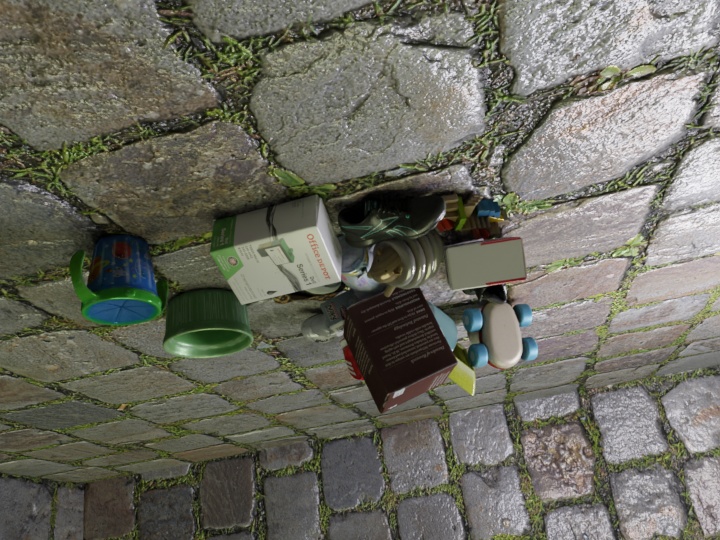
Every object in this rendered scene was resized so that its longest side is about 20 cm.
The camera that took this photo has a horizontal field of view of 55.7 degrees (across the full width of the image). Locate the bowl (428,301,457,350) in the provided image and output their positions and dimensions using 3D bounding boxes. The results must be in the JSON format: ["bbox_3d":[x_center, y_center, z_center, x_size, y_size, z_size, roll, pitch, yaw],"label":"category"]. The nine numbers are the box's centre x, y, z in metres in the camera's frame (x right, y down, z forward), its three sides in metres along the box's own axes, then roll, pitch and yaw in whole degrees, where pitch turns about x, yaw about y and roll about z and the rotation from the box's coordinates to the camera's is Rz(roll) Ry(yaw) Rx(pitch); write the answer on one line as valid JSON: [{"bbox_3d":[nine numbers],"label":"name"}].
[{"bbox_3d":[0.130,0.148,1.686,0.198,0.203,0.106,-18,128,21],"label":"bowl"}]

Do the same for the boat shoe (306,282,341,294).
[{"bbox_3d":[-0.097,0.002,1.361,0.071,0.071,0.199,1,165,43],"label":"boat shoe"}]

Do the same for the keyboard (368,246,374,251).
[{"bbox_3d":[0.078,-0.083,1.323,0.055,0.011,0.200,2,155,-24],"label":"keyboard"}]

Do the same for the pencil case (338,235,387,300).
[{"bbox_3d":[0.000,0.000,1.388,0.090,0.084,0.200,23,168,22],"label":"pencil case"}]

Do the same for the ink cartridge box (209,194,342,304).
[{"bbox_3d":[-0.144,-0.035,1.206,0.197,0.085,0.147,-13,135,11],"label":"ink cartridge box"}]

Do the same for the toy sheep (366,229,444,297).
[{"bbox_3d":[0.091,-0.028,1.284,0.199,0.139,0.138,-31,177,-42],"label":"toy sheep"}]

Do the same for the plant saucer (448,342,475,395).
[{"bbox_3d":[0.227,0.216,1.808,0.199,0.200,0.048,38,104,-12],"label":"plant saucer"}]

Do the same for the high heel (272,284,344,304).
[{"bbox_3d":[-0.113,0.030,1.431,0.140,0.073,0.200,-7,171,5],"label":"high heel"}]

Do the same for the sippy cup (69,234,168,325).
[{"bbox_3d":[-0.423,0.014,1.208,0.137,0.132,0.178,-5,157,-7],"label":"sippy cup"}]

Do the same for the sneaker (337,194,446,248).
[{"bbox_3d":[0.053,-0.095,1.197,0.197,0.076,0.080,-17,140,17],"label":"sneaker"}]

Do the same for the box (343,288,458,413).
[{"bbox_3d":[0.077,0.160,1.433,0.162,0.202,0.166,-22,160,-14],"label":"box"}]

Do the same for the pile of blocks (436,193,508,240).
[{"bbox_3d":[0.214,-0.094,1.271,0.197,0.063,0.082,3,155,-32],"label":"pile of blocks"}]

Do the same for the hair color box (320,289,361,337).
[{"bbox_3d":[0.017,0.070,1.523,0.198,0.061,0.099,-27,159,1],"label":"hair color box"}]

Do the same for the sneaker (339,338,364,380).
[{"bbox_3d":[0.030,0.196,1.643,0.077,0.117,0.200,-4,161,-34],"label":"sneaker"}]

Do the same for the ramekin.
[{"bbox_3d":[-0.342,0.119,1.525,0.196,0.099,0.201,-8,157,-3],"label":"ramekin"}]

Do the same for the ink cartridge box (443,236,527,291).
[{"bbox_3d":[0.240,-0.016,1.346,0.142,0.086,0.200,-8,-178,6],"label":"ink cartridge box"}]

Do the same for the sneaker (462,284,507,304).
[{"bbox_3d":[0.275,0.038,1.547,0.075,0.116,0.200,-1,158,-13],"label":"sneaker"}]

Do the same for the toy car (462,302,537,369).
[{"bbox_3d":[0.352,0.184,1.865,0.181,0.180,0.200,-5,169,-16],"label":"toy car"}]

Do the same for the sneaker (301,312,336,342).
[{"bbox_3d":[-0.043,0.121,1.677,0.197,0.076,0.115,-3,157,-27],"label":"sneaker"}]
